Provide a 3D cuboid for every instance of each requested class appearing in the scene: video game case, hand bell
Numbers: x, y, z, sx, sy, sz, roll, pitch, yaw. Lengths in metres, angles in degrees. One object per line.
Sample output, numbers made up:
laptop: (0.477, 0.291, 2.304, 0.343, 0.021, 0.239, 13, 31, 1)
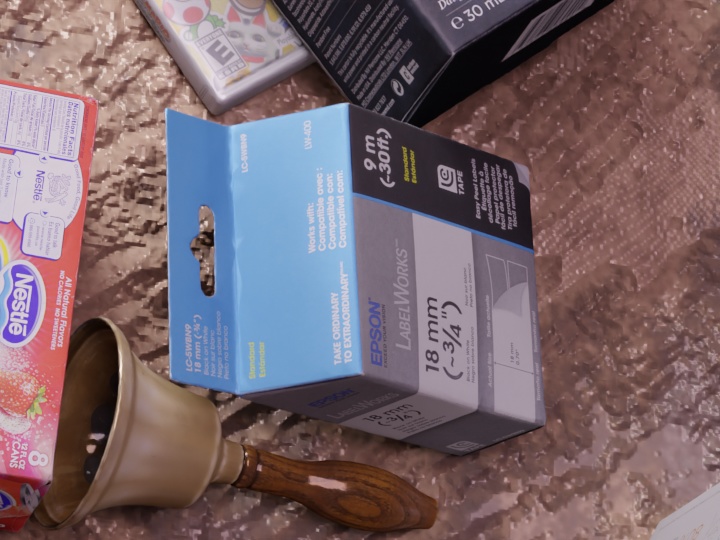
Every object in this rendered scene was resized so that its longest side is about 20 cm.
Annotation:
video game case: (-0.048, -0.202, 1.515, 0.200, 0.023, 0.182, -31, 82, -25)
hand bell: (-0.051, 0.096, 1.380, 0.200, 0.104, 0.104, 16, 65, -26)

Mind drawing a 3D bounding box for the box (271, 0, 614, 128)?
box: (0.042, -0.207, 1.469, 0.200, 0.124, 0.197, -34, 81, -27)

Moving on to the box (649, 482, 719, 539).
box: (0.173, 0.207, 1.359, 0.106, 0.152, 0.200, 35, 64, -4)

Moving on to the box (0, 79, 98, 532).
box: (-0.190, 0.014, 1.344, 0.100, 0.095, 0.200, 10, 67, -13)

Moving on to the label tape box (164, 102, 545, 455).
label tape box: (0.000, 0.000, 1.387, 0.200, 0.063, 0.144, 17, 62, -42)
